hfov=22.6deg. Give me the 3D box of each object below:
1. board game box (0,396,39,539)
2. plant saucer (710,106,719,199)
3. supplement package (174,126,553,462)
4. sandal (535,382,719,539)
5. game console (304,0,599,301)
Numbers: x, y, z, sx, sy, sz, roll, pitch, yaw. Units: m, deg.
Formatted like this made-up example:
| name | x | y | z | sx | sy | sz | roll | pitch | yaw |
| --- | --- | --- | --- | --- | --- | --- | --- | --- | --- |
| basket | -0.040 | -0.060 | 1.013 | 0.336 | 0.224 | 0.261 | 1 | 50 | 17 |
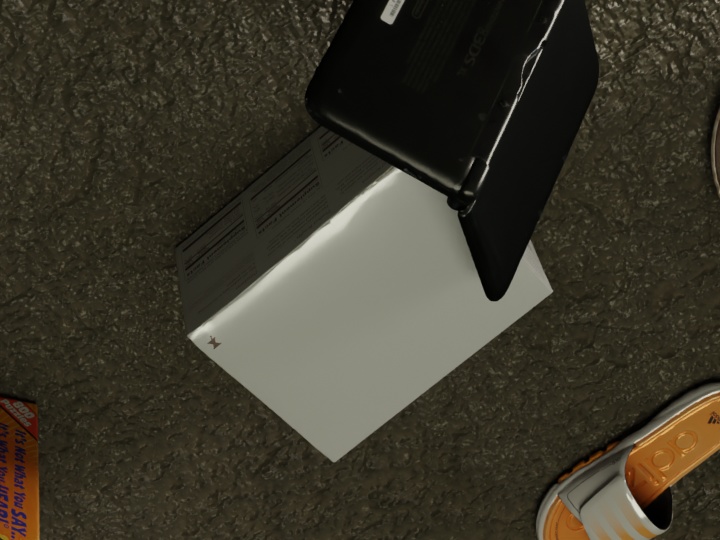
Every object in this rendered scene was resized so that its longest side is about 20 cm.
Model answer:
| name | x | y | z | sx | sy | sz | roll | pitch | yaw |
| --- | --- | --- | --- | --- | --- | --- | --- | --- | --- |
| board game box | -0.341 | 0.212 | 1.244 | 0.198 | 0.201 | 0.201 | 12 | 120 | -18 |
| plant saucer | 0.343 | -0.081 | 1.246 | 0.198 | 0.032 | 0.202 | 10 | 120 | 17 |
| supplement package | 0.000 | 0.000 | 1.227 | 0.199 | 0.111 | 0.156 | -38 | 121 | 15 |
| sandal | 0.222 | 0.168 | 1.409 | 0.206 | 0.059 | 0.079 | -43 | 120 | 17 |
| game console | 0.065 | -0.116 | 1.140 | 0.175 | 0.201 | 0.116 | 28 | 153 | -4 |
